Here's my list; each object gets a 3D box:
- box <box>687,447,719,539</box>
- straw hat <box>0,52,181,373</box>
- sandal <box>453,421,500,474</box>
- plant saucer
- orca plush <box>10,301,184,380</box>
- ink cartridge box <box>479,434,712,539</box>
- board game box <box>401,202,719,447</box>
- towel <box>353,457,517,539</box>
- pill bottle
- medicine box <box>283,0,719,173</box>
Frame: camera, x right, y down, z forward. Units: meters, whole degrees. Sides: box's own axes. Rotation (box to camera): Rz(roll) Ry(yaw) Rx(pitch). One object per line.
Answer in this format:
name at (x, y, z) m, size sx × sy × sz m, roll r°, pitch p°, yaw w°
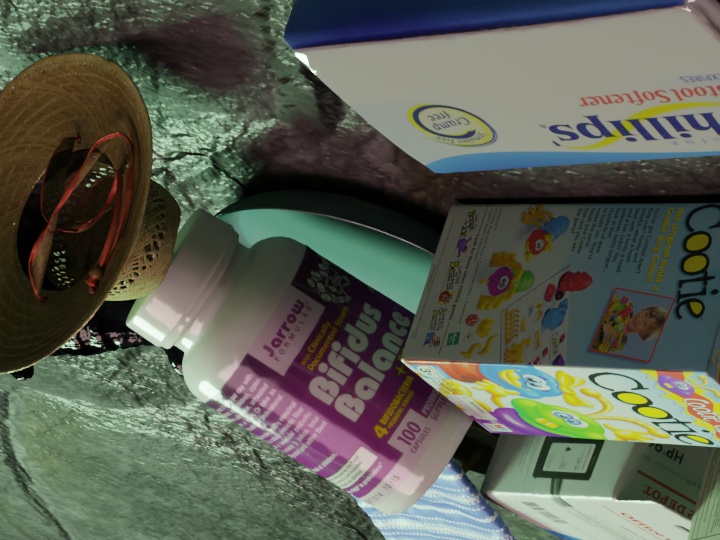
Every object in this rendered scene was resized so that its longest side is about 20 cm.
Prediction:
box at (0.284, 0.129, 1.505) m, size 0.078 × 0.095 × 0.200 m, roll 27°, pitch 159°, yaw -18°
straw hat at (-0.150, -0.023, 1.453) m, size 0.085 × 0.201 × 0.201 m, roll 18°, pitch 163°, yaw -40°
sandal at (0.029, 0.128, 1.817) m, size 0.200 × 0.054 × 0.080 m, roll 11°, pitch 157°, yaw 20°
plant saucer at (0.000, 0.000, 1.574) m, size 0.200 × 0.027 × 0.200 m, roll 16°, pitch 158°, yaw 7°
orca plush at (-0.219, 0.054, 1.821) m, size 0.200 × 0.071 × 0.105 m, roll 14°, pitch 158°, yaw 11°
ink cartridge box at (0.184, 0.143, 1.679) m, size 0.116 × 0.068 × 0.200 m, roll 29°, pitch 164°, yaw -26°
board game box at (0.142, 0.030, 1.422) m, size 0.200 × 0.105 × 0.103 m, roll 1°, pitch 153°, yaw 39°
towel at (0.028, 0.148, 1.768) m, size 0.145 × 0.024 × 0.200 m, roll 3°, pitch 138°, yaw 51°
pill bottle at (-0.034, 0.050, 1.519) m, size 0.200 × 0.112 × 0.112 m, roll 32°, pitch 157°, yaw -9°
medicine box at (0.095, -0.145, 0.911) m, size 0.182 × 0.200 × 0.103 m, roll -2°, pitch 150°, yaw 42°
